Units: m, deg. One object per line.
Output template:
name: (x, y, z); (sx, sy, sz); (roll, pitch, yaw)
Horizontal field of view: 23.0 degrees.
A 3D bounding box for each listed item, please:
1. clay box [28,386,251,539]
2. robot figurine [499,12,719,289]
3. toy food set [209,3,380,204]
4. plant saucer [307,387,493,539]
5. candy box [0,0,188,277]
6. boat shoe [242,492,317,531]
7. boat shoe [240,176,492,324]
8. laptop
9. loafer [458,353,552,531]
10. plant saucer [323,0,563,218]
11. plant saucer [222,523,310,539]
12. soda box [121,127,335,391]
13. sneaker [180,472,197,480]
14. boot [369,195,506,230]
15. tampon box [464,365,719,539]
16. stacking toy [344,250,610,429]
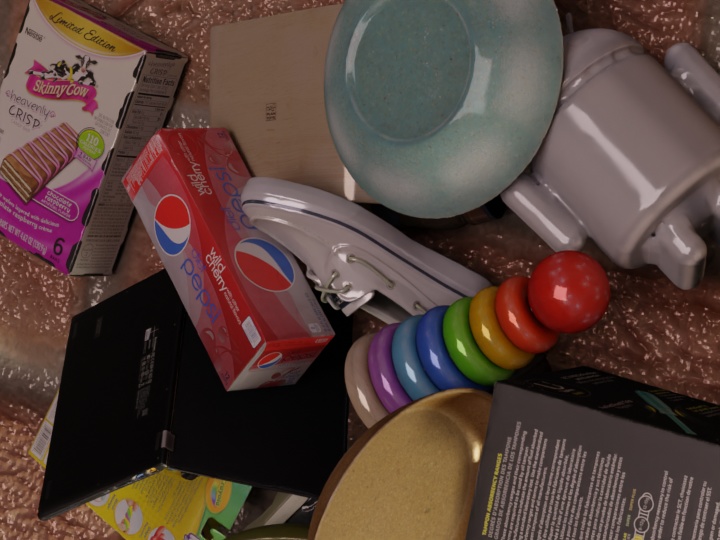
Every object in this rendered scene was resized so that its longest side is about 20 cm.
clay box: (-0.171, 0.157, 1.439); (0.200, 0.048, 0.115); (36, 108, 24)
robot figurine: (0.176, -0.082, 1.187); (0.169, 0.113, 0.200); (-36, 70, -9)
toy food set: (-0.045, -0.118, 1.334); (0.199, 0.060, 0.144); (-1, 87, 48)
plant saucer: (0.030, 0.165, 1.178); (0.035, 0.200, 0.201); (26, 105, 42)
candy box: (-0.240, -0.113, 1.466); (0.136, 0.061, 0.201); (28, 105, 28)
boat shoe: (-0.063, 0.222, 1.366); (0.066, 0.075, 0.200); (37, 120, -6)
boat shoe: (0.000, 0.000, 1.264); (0.199, 0.074, 0.067); (24, 73, -7)
laptop: (-0.121, 0.100, 1.321); (0.199, 0.116, 0.188); (-25, 43, 29)
loafer: (0.094, 0.147, 1.275); (0.071, 0.073, 0.201); (34, 114, 14)
plant saucer: (0.042, -0.137, 1.191); (0.200, 0.039, 0.202); (-3, 84, 37)
plant saucer: (-0.034, 0.242, 1.305); (0.199, 0.200, 0.031); (-19, 41, 30)
soda box: (-0.098, -0.011, 1.296); (0.063, 0.070, 0.201); (-51, 57, 38)
sneaker: (-0.124, 0.084, 1.402); (0.200, 0.090, 0.067); (62, 142, 41)
boot: (0.035, -0.123, 1.294); (0.097, 0.075, 0.201); (-16, 85, 27)
tampon box: (0.193, 0.152, 1.162); (0.199, 0.150, 0.127); (15, 98, 30)
stacking toy: (0.083, 0.043, 1.192); (0.200, 0.085, 0.086); (-33, 75, 34)
